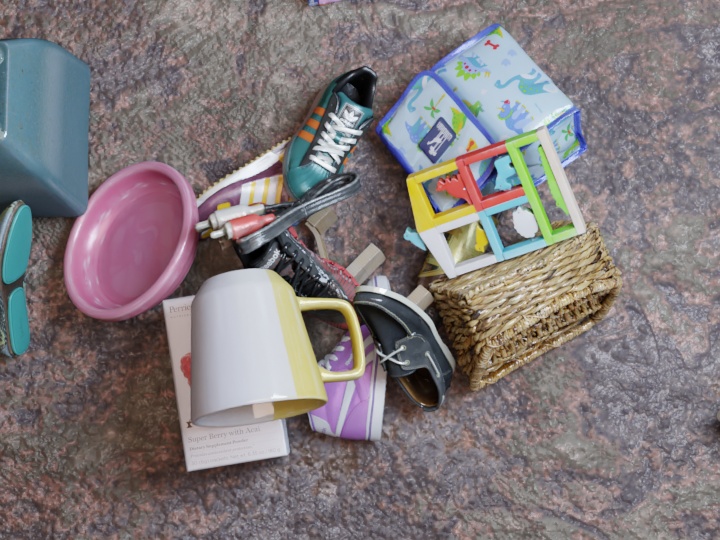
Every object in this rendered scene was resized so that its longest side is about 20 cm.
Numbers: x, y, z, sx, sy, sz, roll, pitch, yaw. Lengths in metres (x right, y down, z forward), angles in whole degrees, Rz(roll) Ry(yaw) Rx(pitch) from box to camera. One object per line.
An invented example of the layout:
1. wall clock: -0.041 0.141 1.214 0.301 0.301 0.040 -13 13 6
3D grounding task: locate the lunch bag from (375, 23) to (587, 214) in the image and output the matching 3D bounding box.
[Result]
1. lunch bag: 0.140 -0.168 1.618 0.200 0.127 0.170 -35 61 -1

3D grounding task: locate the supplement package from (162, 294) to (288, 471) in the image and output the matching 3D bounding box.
1. supplement package: -0.157 0.128 1.601 0.121 0.120 0.200 -9 84 -2

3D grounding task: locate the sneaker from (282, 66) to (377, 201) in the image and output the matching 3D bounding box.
1. sneaker: -0.033 -0.166 1.614 0.071 0.080 0.200 31 56 -19

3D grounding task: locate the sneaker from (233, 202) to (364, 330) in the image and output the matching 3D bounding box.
1. sneaker: -0.077 0.001 1.566 0.200 0.098 0.071 42 105 7

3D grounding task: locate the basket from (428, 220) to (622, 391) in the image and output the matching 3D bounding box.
1. basket: 0.207 0.046 1.580 0.200 0.143 0.149 -26 102 -16

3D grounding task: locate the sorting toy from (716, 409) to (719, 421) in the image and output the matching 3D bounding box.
1. sorting toy: 0.566 0.167 1.613 0.200 0.070 0.199 43 70 5

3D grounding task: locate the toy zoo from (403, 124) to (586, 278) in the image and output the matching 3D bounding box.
1. toy zoo: 0.140 -0.071 1.541 0.200 0.020 0.131 -19 107 19

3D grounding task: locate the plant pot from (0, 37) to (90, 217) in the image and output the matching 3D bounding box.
1. plant pot: -0.436 -0.176 1.572 0.196 0.200 0.196 -2 80 3

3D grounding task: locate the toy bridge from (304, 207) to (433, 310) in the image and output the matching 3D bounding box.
1. toy bridge: 0.000 0.000 1.618 0.067 0.027 0.200 -44 59 -7

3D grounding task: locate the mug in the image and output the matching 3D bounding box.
1. mug: -0.109 0.084 1.495 0.149 0.186 0.153 -22 72 39

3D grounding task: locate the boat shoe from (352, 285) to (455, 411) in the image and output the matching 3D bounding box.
1. boat shoe: 0.050 0.088 1.559 0.072 0.200 0.068 0 53 34

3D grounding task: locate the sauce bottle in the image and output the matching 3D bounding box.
1. sauce bottle: 0.107 0.000 1.648 0.065 0.065 0.200 25 83 1

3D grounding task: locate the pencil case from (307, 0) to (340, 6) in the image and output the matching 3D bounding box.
1. pencil case: 0.017 -0.394 1.677 0.200 0.087 0.088 -19 85 -4

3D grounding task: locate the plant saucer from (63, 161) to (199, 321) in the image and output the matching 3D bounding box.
1. plant saucer: -0.264 -0.030 1.608 0.200 0.051 0.201 -17 59 30

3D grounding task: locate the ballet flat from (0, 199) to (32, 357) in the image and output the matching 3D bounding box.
1. ballet flat: -0.430 0.008 1.605 0.074 0.074 0.200 7 110 -1

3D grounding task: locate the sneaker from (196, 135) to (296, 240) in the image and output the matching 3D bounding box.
1. sneaker: -0.123 -0.080 1.646 0.200 0.075 0.090 -36 81 -4

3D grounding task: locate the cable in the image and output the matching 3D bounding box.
1. cable: -0.084 -0.072 1.511 0.200 0.097 0.050 -27 110 -15

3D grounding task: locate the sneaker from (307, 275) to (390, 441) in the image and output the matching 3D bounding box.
1. sneaker: -0.021 0.101 1.633 0.114 0.073 0.201 7 84 2
